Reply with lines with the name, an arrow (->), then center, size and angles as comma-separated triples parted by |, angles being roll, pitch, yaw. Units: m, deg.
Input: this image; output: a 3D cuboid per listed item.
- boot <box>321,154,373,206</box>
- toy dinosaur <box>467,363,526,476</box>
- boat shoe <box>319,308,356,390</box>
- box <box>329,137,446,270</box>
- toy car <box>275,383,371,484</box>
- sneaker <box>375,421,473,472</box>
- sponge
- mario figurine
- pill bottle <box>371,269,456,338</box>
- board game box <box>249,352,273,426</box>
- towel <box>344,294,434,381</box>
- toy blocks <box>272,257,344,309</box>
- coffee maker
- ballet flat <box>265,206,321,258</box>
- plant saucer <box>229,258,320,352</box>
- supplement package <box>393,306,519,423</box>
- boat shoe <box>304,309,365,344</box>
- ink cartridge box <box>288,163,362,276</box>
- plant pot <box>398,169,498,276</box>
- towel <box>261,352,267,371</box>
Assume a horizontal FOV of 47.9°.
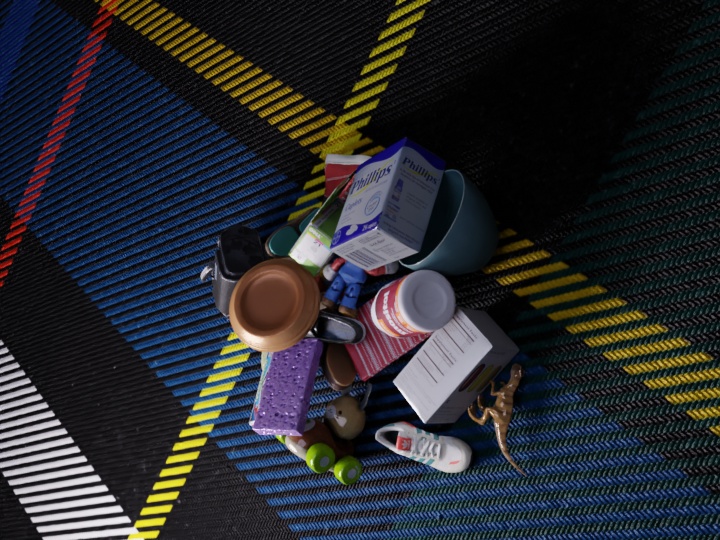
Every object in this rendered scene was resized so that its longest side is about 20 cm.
boot -> -0.004, -0.174, 1.740 | 0.199, 0.072, 0.145 | 7, 90, 44
toy dinosaur -> 0.256, 0.269, 1.487 | 0.106, 0.060, 0.201 | 5, 87, 36
boat shoe -> -0.060, 0.177, 1.720 | 0.070, 0.070, 0.200 | -54, 33, 35
box -> 0.051, -0.123, 1.551 | 0.184, 0.105, 0.201 | -21, 45, 57
toy car -> -0.051, 0.306, 1.671 | 0.164, 0.158, 0.201 | 23, 82, 54
sneaker -> 0.116, 0.343, 1.562 | 0.199, 0.093, 0.071 | 14, 92, 38
sponge -> -0.145, 0.233, 1.636 | 0.111, 0.030, 0.201 | -7, 56, 32
mario figurine -> 0.000, 0.000, 1.699 | 0.201, 0.123, 0.106 | -63, 18, -7
pill bottle -> 0.092, 0.069, 1.530 | 0.200, 0.112, 0.114 | 151, 118, -69
board game box -> -0.167, 0.230, 1.722 | 0.126, 0.035, 0.201 | -22, 47, 46
towel -> 0.052, 0.119, 1.664 | 0.200, 0.022, 0.145 | -36, 62, 14
toy blocks -> -0.114, 0.015, 1.770 | 0.136, 0.100, 0.201 | -19, 53, 8
coffee maker -> -0.261, 0.022, 1.825 | 0.192, 0.134, 0.200 | 53, 156, 13
ballet flat -> -0.152, -0.077, 1.777 | 0.072, 0.200, 0.068 | -18, 110, 45
plant saucer -> -0.181, 0.066, 1.663 | 0.199, 0.037, 0.201 | -6, 67, 15
supplement package -> 0.179, 0.179, 1.523 | 0.200, 0.114, 0.110 | -53, 56, 20
boat shoe -> -0.088, 0.112, 1.668 | 0.199, 0.057, 0.069 | 8, 90, 16
ink cartridge box -> -0.047, -0.104, 1.669 | 0.076, 0.148, 0.200 | 39, 125, 1
plant pot -> 0.180, -0.070, 1.525 | 0.200, 0.134, 0.201 | -46, 28, 34
towel -> -0.162, 0.137, 1.838 | 0.148, 0.036, 0.201 | -3, 81, 36
